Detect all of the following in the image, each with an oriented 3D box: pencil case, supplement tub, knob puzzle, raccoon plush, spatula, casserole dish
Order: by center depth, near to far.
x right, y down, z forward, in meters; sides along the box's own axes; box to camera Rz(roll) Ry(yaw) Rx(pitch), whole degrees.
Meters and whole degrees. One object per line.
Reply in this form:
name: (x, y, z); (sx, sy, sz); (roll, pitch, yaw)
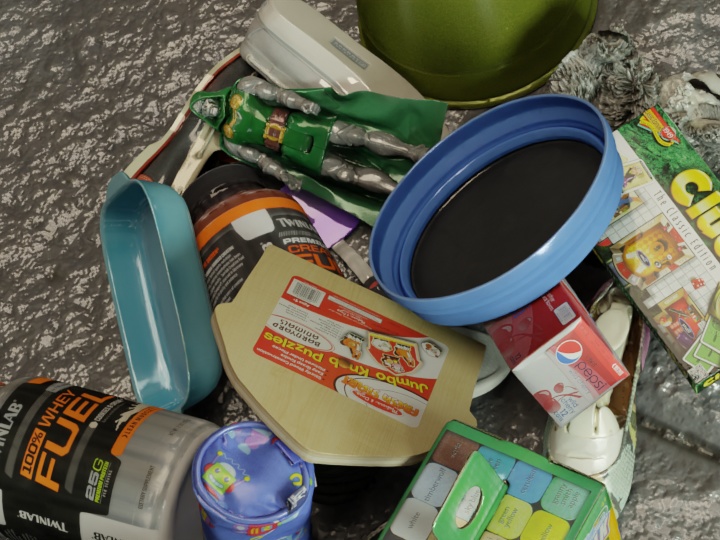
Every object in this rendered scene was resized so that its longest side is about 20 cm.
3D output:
knob puzzle: (-0.015, 0.077, 1.559); (0.219, 0.031, 0.220); (17, 34, -12)
pencil case: (-0.069, 0.171, 1.562); (0.087, 0.200, 0.078); (-25, 66, -12)
supplement tub: (-0.203, 0.149, 1.653); (0.199, 0.123, 0.123); (12, 64, 21)
casserole dish: (-0.149, 0.021, 1.707); (0.039, 0.121, 0.201); (-10, 79, -28)
supplement tub: (-0.068, 0.012, 1.708); (0.107, 0.107, 0.200); (-30, 58, -4)
raccoon plush: (0.194, -0.089, 1.731); (0.200, 0.097, 0.134); (-47, 69, 13)
spatula: (0.000, 0.000, 1.747); (0.056, 0.021, 0.200); (-35, 59, -6)

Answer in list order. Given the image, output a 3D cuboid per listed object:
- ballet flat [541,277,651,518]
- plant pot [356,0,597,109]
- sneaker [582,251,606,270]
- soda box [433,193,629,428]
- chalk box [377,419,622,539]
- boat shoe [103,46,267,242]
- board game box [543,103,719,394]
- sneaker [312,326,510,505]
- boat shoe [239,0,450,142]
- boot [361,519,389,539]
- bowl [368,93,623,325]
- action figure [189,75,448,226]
ballet flat: (0.170, 0.090, 1.620); (0.069, 0.071, 0.200); (8, 63, 13)
plant pot: (0.075, -0.263, 1.781); (0.200, 0.193, 0.201); (-7, 59, 11)
sneaker: (0.218, -0.040, 1.692); (0.200, 0.066, 0.079); (17, 57, 22)
soda box: (0.120, 0.025, 1.621); (0.063, 0.070, 0.200); (-38, 31, 7)
chalk box: (0.092, 0.192, 1.503); (0.124, 0.200, 0.125); (22, 68, 25)
boat shoe: (-0.122, -0.100, 1.810); (0.062, 0.071, 0.200); (32, 68, 17)
board game box: (0.228, -0.018, 1.625); (0.105, 0.023, 0.200); (-32, 65, -5)
sneaker: (0.021, 0.106, 1.656); (0.200, 0.099, 0.071); (-19, 53, -35)
boat shoe: (-0.012, -0.132, 1.788); (0.200, 0.069, 0.072); (38, 30, -1)
boot: (-0.030, 0.232, 1.539); (0.073, 0.154, 0.204); (34, 74, 28)
bowl: (0.099, -0.042, 1.622); (0.200, 0.039, 0.201); (-27, 34, 20)
action figure: (-0.041, -0.101, 1.747); (0.200, 0.055, 0.118); (19, 105, 15)
